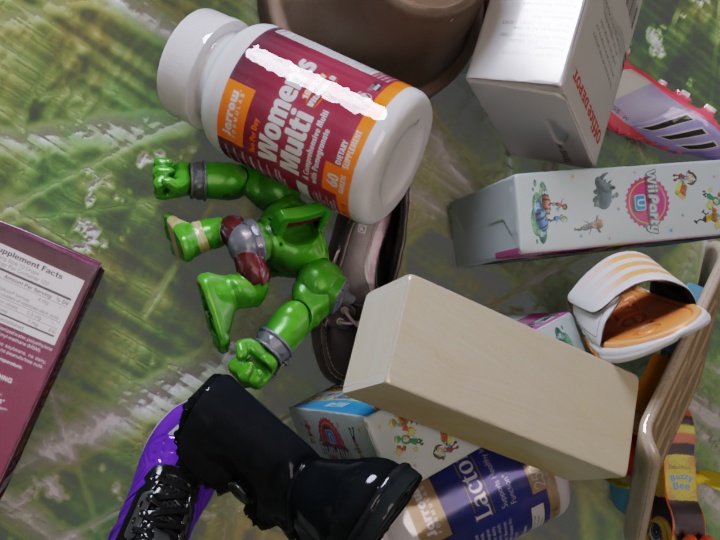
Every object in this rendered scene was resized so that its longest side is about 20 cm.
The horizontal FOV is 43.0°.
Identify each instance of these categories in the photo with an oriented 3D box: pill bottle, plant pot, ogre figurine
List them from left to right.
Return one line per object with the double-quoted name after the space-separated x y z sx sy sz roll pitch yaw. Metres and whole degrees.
-0.083 -0.013 0.739 0.119 0.099 0.201 -19 51 -19 "ogre figurine"
-0.053 -0.124 0.710 0.199 0.110 0.110 27 82 17 "pill bottle"
0.026 -0.239 0.734 0.198 0.175 0.203 0 89 -14 "plant pot"
0.065 0.191 0.771 0.198 0.116 0.117 -23 96 -12 "pill bottle"

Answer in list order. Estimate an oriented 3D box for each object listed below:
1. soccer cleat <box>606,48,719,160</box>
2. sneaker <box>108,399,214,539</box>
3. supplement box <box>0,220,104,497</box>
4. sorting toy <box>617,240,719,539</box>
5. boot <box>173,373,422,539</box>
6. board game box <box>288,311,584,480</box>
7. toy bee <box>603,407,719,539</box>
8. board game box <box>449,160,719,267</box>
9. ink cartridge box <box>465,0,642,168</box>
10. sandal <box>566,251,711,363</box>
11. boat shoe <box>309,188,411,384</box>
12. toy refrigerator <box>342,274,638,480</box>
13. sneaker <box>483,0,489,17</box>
0.265 -0.148 0.860 0.199 0.067 0.077 31 104 -15 "soccer cleat"
-0.158 0.203 0.720 0.069 0.099 0.202 26 83 -15 "sneaker"
-0.272 0.070 0.686 0.085 0.110 0.202 24 83 -13 "supplement box"
0.248 0.101 0.741 0.036 0.186 0.201 17 59 23 "sorting toy"
-0.055 0.136 0.631 0.168 0.201 0.076 38 63 9 "boot"
0.063 0.099 0.736 0.199 0.147 0.065 -25 96 -26 "board game box"
0.288 0.211 0.836 0.130 0.109 0.202 -16 94 -16 "toy bee"
0.195 -0.047 0.783 0.198 0.147 0.065 -7 88 -14 "board game box"
0.168 -0.207 0.749 0.084 0.146 0.202 13 78 28 "ink cartridge box"
0.195 0.017 0.711 0.079 0.207 0.060 -25 99 0 "sandal"
0.000 0.000 0.785 0.066 0.057 0.202 12 87 -16 "boat shoe"
0.092 0.080 0.636 0.199 0.070 0.077 23 67 -22 "toy refrigerator"
0.146 -0.284 0.817 0.084 0.073 0.202 -3 92 -17 "sneaker"
